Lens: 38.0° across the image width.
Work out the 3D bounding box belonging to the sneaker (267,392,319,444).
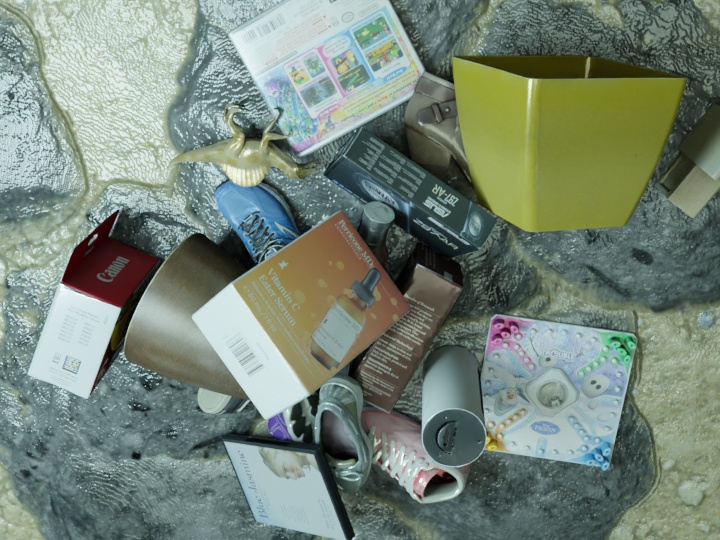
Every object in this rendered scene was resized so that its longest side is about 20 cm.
[{"bbox_3d":[-0.084,0.235,1.455,0.083,0.080,0.201,18,127,43],"label":"sneaker"}]

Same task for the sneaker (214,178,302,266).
[{"bbox_3d":[-0.112,-0.039,1.352,0.078,0.089,0.200,-42,98,14],"label":"sneaker"}]

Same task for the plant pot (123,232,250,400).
[{"bbox_3d":[-0.163,0.081,1.322,0.199,0.187,0.188,29,107,7],"label":"plant pot"}]

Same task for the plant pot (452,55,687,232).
[{"bbox_3d":[0.227,-0.148,1.208,0.199,0.200,0.178,-3,109,-20],"label":"plant pot"}]

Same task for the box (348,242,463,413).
[{"bbox_3d":[0.057,0.074,1.370,0.075,0.100,0.201,29,106,-5],"label":"box"}]

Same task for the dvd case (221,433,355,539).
[{"bbox_3d":[-0.102,0.294,1.429,0.199,0.018,0.143,-2,114,46],"label":"dvd case"}]

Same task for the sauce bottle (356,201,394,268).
[{"bbox_3d":[0.000,0.000,1.335,0.066,0.066,0.201,20,130,-2],"label":"sauce bottle"}]

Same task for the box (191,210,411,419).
[{"bbox_3d":[-0.066,0.049,1.228,0.153,0.200,0.106,54,139,-1],"label":"box"}]

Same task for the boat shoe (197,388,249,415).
[{"bbox_3d":[-0.141,0.119,1.430,0.200,0.073,0.063,-50,142,10],"label":"boat shoe"}]

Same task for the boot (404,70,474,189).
[{"bbox_3d":[0.152,-0.171,1.302,0.199,0.070,0.147,5,101,-12],"label":"boot"}]

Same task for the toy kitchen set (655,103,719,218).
[{"bbox_3d":[0.497,-0.116,1.249,0.180,0.163,0.200,35,107,-7],"label":"toy kitchen set"}]

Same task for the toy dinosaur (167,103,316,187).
[{"bbox_3d":[-0.155,-0.157,1.317,0.199,0.058,0.102,6,103,7],"label":"toy dinosaur"}]

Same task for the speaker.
[{"bbox_3d":[0.118,0.171,1.343,0.081,0.200,0.082,1,108,4],"label":"speaker"}]

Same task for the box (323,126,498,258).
[{"bbox_3d":[0.057,-0.091,1.287,0.199,0.160,0.044,34,82,-8],"label":"box"}]

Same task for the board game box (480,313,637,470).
[{"bbox_3d":[0.262,0.169,1.425,0.199,0.026,0.201,8,108,1],"label":"board game box"}]

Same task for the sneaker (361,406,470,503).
[{"bbox_3d":[0.057,0.253,1.425,0.199,0.105,0.076,20,109,-1],"label":"sneaker"}]

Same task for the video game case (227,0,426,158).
[{"bbox_3d":[-0.037,-0.266,1.311,0.199,0.024,0.183,-27,104,10],"label":"video game case"}]

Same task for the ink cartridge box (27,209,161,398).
[{"bbox_3d":[-0.328,0.036,1.329,0.083,0.200,0.176,23,109,-4],"label":"ink cartridge box"}]

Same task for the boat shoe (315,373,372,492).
[{"bbox_3d":[-0.027,0.225,1.370,0.074,0.065,0.203,11,131,14],"label":"boat shoe"}]
